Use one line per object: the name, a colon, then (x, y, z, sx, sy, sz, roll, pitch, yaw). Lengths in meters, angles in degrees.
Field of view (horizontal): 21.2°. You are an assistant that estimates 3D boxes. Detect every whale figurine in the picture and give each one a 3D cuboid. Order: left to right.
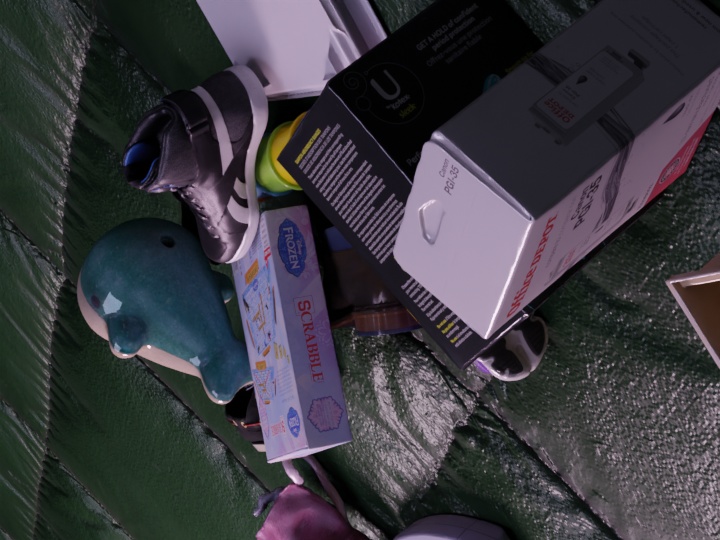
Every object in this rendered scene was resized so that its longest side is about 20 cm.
whale figurine: (-0.167, 0.031, 1.771, 0.200, 0.159, 0.104, 42, 132, 18)

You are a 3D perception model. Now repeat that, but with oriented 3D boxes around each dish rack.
dish rack: (-0.069, -0.202, 1.479, 0.200, 0.044, 0.172, 0, 123, 56)

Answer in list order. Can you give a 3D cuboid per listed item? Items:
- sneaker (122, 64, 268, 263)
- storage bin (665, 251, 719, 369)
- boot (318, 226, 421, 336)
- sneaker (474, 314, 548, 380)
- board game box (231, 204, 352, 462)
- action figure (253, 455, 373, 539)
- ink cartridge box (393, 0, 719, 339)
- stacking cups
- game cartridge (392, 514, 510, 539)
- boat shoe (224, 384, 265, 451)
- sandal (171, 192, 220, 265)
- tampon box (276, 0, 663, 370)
sneaker: (-0.142, -0.073, 1.554, 0.073, 0.112, 0.200, 48, 146, 33)
storage bin: (0.319, 0.053, 1.136, 0.200, 0.094, 0.198, 57, 153, -11)
boot: (0.000, 0.000, 1.624, 0.200, 0.074, 0.097, -176, 78, -69)
sneaker: (0.060, 0.008, 1.505, 0.200, 0.081, 0.083, 55, 159, -8)
board game box: (-0.063, 0.060, 1.661, 0.200, 0.041, 0.200, 147, 114, -75)
action figure: (-0.007, 0.285, 1.964, 0.200, 0.134, 0.149, 27, 104, 18)
ink cartridge box: (0.125, -0.070, 1.166, 0.083, 0.200, 0.147, 43, 152, 16)
stacking cups: (-0.080, -0.090, 1.612, 0.061, 0.060, 0.200, 58, 152, -13)
game cartridge: (0.104, 0.294, 1.834, 0.133, 0.041, 0.200, 61, 152, -8)
boat shoe: (-0.080, 0.132, 1.875, 0.063, 0.074, 0.201, 46, 158, -8)
sandal: (-0.146, -0.069, 1.762, 0.076, 0.043, 0.200, 36, 150, 27)
tampon box: (0.072, -0.065, 1.310, 0.200, 0.150, 0.126, 50, 153, 4)
